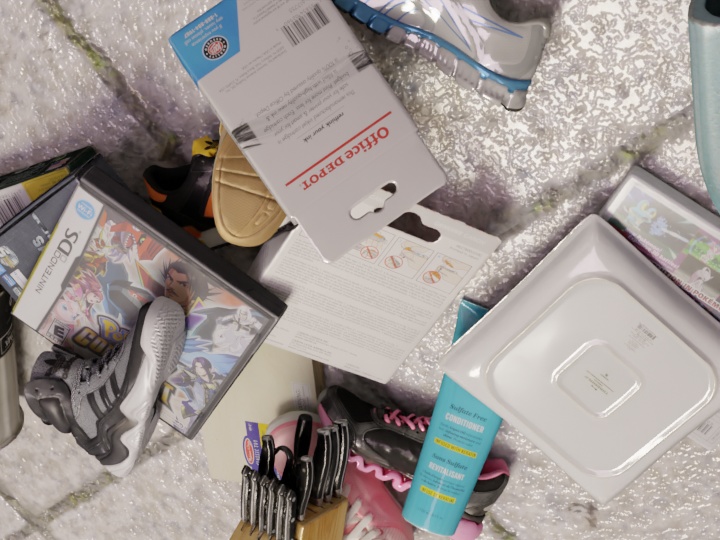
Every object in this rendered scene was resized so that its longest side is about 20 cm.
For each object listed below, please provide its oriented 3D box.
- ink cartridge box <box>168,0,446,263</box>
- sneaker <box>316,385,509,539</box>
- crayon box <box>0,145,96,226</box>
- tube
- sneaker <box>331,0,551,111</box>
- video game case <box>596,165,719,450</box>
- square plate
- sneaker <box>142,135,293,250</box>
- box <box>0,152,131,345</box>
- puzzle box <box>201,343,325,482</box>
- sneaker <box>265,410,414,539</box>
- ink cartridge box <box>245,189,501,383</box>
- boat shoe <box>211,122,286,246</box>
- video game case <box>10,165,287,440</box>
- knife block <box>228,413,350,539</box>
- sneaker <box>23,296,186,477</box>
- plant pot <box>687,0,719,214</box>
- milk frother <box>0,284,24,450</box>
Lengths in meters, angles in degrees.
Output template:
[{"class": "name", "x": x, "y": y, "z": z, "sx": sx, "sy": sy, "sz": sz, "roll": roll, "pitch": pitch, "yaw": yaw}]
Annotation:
[{"class": "ink cartridge box", "x": -0.037, "y": -0.115, "z": 0.961, "sx": 0.116, "sy": 0.068, "sz": 0.201, "roll": -34, "pitch": 89, "yaw": -3}, {"class": "sneaker", "x": 0.053, "y": 0.159, "z": 1.201, "sx": 0.199, "sy": 0.079, "sz": 0.096, "roll": 37, "pitch": 110, "yaw": -6}, {"class": "crayon box", "x": -0.267, "y": -0.006, "z": 1.233, "sx": 0.126, "sy": 0.051, "sz": 0.201, "roll": -13, "pitch": 113, "yaw": 27}, {"class": "tube", "x": 0.093, "y": 0.132, "z": 1.144, "sx": 0.077, "sy": 0.050, "sz": 0.202, "roll": 19, "pitch": 96, "yaw": 3}, {"class": "sneaker", "x": 0.055, "y": -0.206, "z": 0.982, "sx": 0.199, "sy": 0.075, "sz": 0.087, "roll": 29, "pitch": 108, "yaw": 2}, {"class": "video game case", "x": 0.257, "y": 0.035, "z": 1.063, "sx": 0.199, "sy": 0.023, "sz": 0.183, "roll": 33, "pitch": 126, "yaw": 1}, {"class": "square plate", "x": 0.196, "y": 0.084, "z": 1.070, "sx": 0.200, "sy": 0.028, "sz": 0.198, "roll": 40, "pitch": 119, "yaw": -8}, {"class": "sneaker", "x": -0.103, "y": -0.079, "z": 1.111, "sx": 0.199, "sy": 0.070, "sz": 0.090, "roll": -18, "pitch": 115, "yaw": 32}, {"class": "box", "x": -0.228, "y": 0.015, "z": 1.167, "sx": 0.157, "sy": 0.051, "sz": 0.200, "roll": -29, "pitch": 106, "yaw": 33}, {"class": "puzzle box", "x": -0.097, "y": 0.126, "z": 1.260, "sx": 0.132, "sy": 0.025, "sz": 0.201, "roll": 6, "pitch": 121, "yaw": 18}, {"class": "sneaker", "x": -0.014, "y": 0.224, "z": 1.218, "sx": 0.075, "sy": 0.105, "sz": 0.201, "roll": -34, "pitch": 113, "yaw": 13}, {"class": "ink cartridge box", "x": 0.000, "y": 0.000, "z": 1.095, "sx": 0.160, "sy": 0.050, "sz": 0.200, "roll": 21, "pitch": 128, "yaw": -20}, {"class": "boat shoe", "x": -0.077, "y": -0.121, "z": 1.047, "sx": 0.073, "sy": 0.069, "sz": 0.202, "roll": 11, "pitch": 100, "yaw": -10}, {"class": "video game case", "x": -0.186, "y": 0.033, "z": 1.113, "sx": 0.199, "sy": 0.026, "sz": 0.181, "roll": 36, "pitch": 127, "yaw": -3}, {"class": "knife block", "x": -0.050, "y": 0.226, "z": 1.173, "sx": 0.064, "sy": 0.176, "sz": 0.200, "roll": 23, "pitch": 162, "yaw": 31}, {"class": "sneaker", "x": -0.220, "y": 0.087, "z": 1.097, "sx": 0.113, "sy": 0.076, "sz": 0.201, "roll": 24, "pitch": 129, "yaw": 1}, {"class": "plant pot", "x": 0.319, "y": -0.119, "z": 0.852, "sx": 0.195, "sy": 0.196, "sz": 0.201, "roll": 7, "pitch": 132, "yaw": 18}, {"class": "milk frother", "x": -0.449, "y": 0.088, "z": 1.282, "sx": 0.198, "sy": 0.181, "sz": 0.189, "roll": 12, "pitch": 123, "yaw": 11}]
